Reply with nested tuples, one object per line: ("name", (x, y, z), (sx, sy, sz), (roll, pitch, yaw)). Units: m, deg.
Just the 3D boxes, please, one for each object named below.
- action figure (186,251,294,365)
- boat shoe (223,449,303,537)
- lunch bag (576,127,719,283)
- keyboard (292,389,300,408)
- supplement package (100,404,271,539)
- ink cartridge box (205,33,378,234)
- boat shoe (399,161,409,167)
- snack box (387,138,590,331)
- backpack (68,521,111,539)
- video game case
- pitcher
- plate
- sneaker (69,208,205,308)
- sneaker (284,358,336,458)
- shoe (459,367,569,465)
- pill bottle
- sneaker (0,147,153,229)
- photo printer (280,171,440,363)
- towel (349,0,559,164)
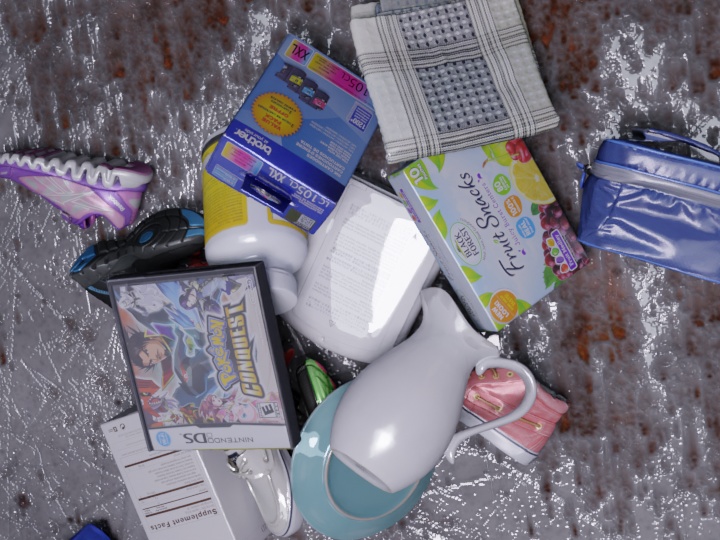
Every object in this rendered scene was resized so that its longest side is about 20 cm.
("action figure", (-0.146, 0.018, 1.098), (0.200, 0.065, 0.099), (48, 133, 28))
("boat shoe", (-0.124, 0.208, 1.083), (0.071, 0.070, 0.200), (-23, 79, 42))
("lunch bag", (0.320, -0.075, 0.994), (0.200, 0.136, 0.132), (17, 100, 9))
("keyboard", (-0.145, 0.110, 1.166), (0.200, 0.040, 0.104), (38, 126, 2))
("supplement package", (-0.194, 0.239, 1.131), (0.120, 0.121, 0.200), (-20, 94, 24))
("ink cartridge box", (-0.069, -0.134, 1.002), (0.136, 0.200, 0.076), (30, 147, -8))
("boat shoe", (0.065, -0.178, 1.071), (0.067, 0.074, 0.200), (-16, 95, -15))
("snack box", (0.140, -0.055, 1.030), (0.142, 0.053, 0.200), (-34, 99, -16))
("backpack", (-0.345, 0.455, 1.177), (0.162, 0.168, 0.200), (-40, 93, 20))
("video game case", (-0.165, 0.095, 1.000), (0.181, 0.026, 0.200), (-5, 105, 22))
("pitcher", (0.078, 0.145, 1.007), (0.172, 0.121, 0.200), (36, 73, 4))
("plate", (0.014, 0.217, 1.084), (0.200, 0.026, 0.200), (-7, 104, -29))
("sneaker", (-0.248, -0.012, 1.131), (0.200, 0.073, 0.082), (-18, 125, 30))
("sneaker", (-0.064, 0.199, 1.113), (0.084, 0.077, 0.200), (-1, 111, -1))
("shoe", (0.139, 0.131, 1.094), (0.200, 0.071, 0.091), (35, 98, 1))
("pill bottle", (-0.117, -0.055, 1.050), (0.112, 0.112, 0.200), (-12, 64, 12))
("sneaker", (-0.351, -0.097, 1.149), (0.200, 0.080, 0.089), (11, 107, 8))
("photo printer", (0.000, 0.000, 1.097), (0.166, 0.069, 0.200), (26, 102, 7))
("towel", (0.096, -0.219, 1.004), (0.192, 0.035, 0.200), (-12, 69, -6))
